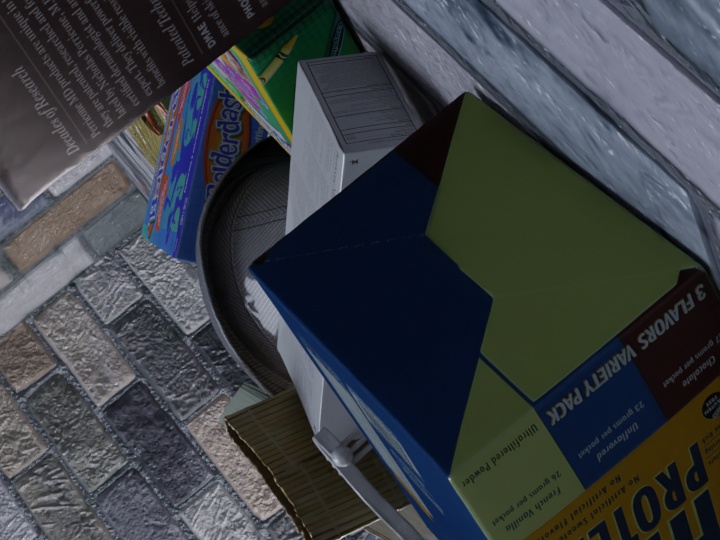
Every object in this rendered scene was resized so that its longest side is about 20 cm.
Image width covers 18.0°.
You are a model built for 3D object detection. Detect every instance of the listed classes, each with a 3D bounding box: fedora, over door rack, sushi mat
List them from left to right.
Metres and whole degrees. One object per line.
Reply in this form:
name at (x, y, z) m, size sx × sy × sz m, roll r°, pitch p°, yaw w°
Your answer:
fedora at (0.000, 0.000, 1.355) m, size 0.200 × 0.178 × 0.090 m, roll 34°, pitch 150°, yaw -31°
sushi mat at (0.031, 0.082, 1.281) m, size 0.096 × 0.199 × 0.012 m, roll 52°, pitch 150°, yaw 28°
over door rack at (0.088, 0.116, 1.227) m, size 0.200 × 0.148 × 0.067 m, roll 52°, pitch 171°, yaw -24°

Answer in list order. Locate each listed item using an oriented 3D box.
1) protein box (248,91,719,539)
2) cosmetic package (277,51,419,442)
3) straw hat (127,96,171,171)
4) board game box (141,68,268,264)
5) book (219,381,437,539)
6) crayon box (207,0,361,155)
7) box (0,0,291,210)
protein box at (0.084, 0.065, 1.019) m, size 0.199 × 0.135 × 0.200 m, roll 43°, pitch 170°, yaw 52°
cosmetic package at (-0.005, -0.009, 1.206) m, size 0.083 × 0.050 × 0.201 m, roll -113°, pitch 22°, yaw -46°
straw hat at (-0.118, -0.122, 1.684) m, size 0.201 × 0.085 × 0.201 m, roll 50°, pitch 168°, yaw 15°
board game box at (-0.098, -0.084, 1.482) m, size 0.045 × 0.153 × 0.200 m, roll 12°, pitch -178°, yaw -12°
book at (-0.010, 0.140, 1.508) m, size 0.133 × 0.048 × 0.200 m, roll 37°, pitch 174°, yaw -19°
crayon box at (-0.068, -0.147, 1.285) m, size 0.200 × 0.058 × 0.119 m, roll 47°, pitch 172°, yaw 40°
box at (-0.158, -0.177, 1.115) m, size 0.166 × 0.200 × 0.164 m, roll 48°, pitch 174°, yaw 33°
